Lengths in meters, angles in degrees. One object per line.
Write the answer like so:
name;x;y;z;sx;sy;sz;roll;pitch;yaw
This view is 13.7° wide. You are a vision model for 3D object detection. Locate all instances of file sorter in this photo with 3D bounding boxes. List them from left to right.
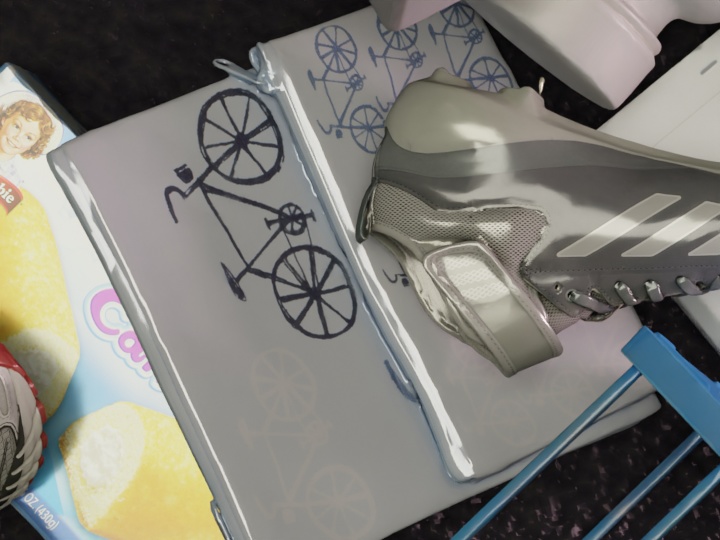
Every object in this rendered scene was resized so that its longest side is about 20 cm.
file sorter;0.140;0.142;1.055;0.123;0.139;0.200;-45;69;5

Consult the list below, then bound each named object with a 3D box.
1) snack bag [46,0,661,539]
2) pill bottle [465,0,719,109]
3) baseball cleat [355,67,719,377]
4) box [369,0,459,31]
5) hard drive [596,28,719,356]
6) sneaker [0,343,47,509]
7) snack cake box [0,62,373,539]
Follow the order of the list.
snack bag;0.000;0.000;1.099;0.200;0.021;0.189;-23;84;-31
pill bottle;0.124;-0.162;1.105;0.111;0.111;0.200;39;90;4
baseball cleat;0.097;-0.002;1.089;0.200;0.070;0.107;18;83;2
box;0.063;-0.199;0.989;0.200;0.106;0.152;-27;80;-8
hard drive;0.190;-0.006;1.137;0.132;0.026;0.200;-39;85;1
sneaker;-0.182;0.086;1.077;0.078;0.082;0.200;44;127;6
snack cake box;-0.100;0.033;1.130;0.115;0.067;0.200;-44;86;1
